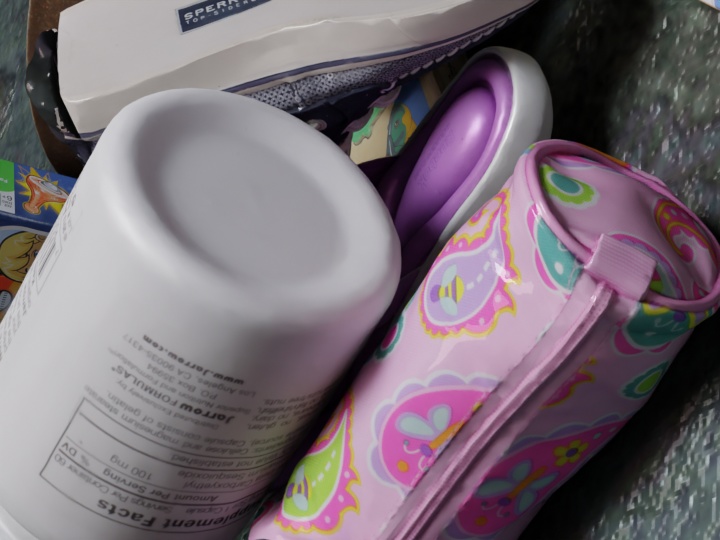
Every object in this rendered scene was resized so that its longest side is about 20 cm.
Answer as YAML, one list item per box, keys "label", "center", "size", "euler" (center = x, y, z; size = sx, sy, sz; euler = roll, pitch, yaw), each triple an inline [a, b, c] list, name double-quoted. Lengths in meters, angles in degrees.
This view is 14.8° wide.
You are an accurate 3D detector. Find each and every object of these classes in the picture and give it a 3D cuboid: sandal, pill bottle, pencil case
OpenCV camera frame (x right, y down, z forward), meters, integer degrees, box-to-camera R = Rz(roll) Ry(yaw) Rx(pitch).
- label: "sandal"
  center: [-0.002, -0.004, 1.023]
  size: [0.203, 0.050, 0.083]
  euler: [-57, 31, 22]
- label: "pill bottle"
  center: [-0.076, 0.042, 0.986]
  size: [0.200, 0.114, 0.115]
  euler: [-57, 30, 37]
- label: "pencil case"
  center: [0.038, 0.050, 0.930]
  size: [0.200, 0.087, 0.088]
  euler: [-53, 32, 29]

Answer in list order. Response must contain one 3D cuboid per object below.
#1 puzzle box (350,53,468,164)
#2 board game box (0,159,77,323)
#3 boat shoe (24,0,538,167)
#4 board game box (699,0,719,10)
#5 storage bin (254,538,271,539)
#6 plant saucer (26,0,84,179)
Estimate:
- label: "puzzle box"
  center: [0.003, -0.028, 1.111]
  size: [0.133, 0.025, 0.200]
  euler: [-56, 31, 28]
- label: "board game box"
  center: [-0.131, 0.050, 1.159]
  size: [0.035, 0.135, 0.200]
  euler: [-99, 30, -48]
- label: "boat shoe"
  center: [-0.015, -0.074, 1.013]
  size: [0.199, 0.093, 0.075]
  euler: [-14, 48, 9]
- label: "board game box"
  center: [0.141, -0.130, 0.925]
  size: [0.096, 0.030, 0.200]
  euler: [-66, 25, 9]
- label: "storage bin"
  center: [-0.014, 0.183, 0.894]
  size: [0.200, 0.134, 0.146]
  euler: [-51, 34, 35]
- label: "plant saucer"
  center: [-0.066, -0.120, 1.141]
  size: [0.037, 0.200, 0.201]
  euler: [20, 91, 23]
